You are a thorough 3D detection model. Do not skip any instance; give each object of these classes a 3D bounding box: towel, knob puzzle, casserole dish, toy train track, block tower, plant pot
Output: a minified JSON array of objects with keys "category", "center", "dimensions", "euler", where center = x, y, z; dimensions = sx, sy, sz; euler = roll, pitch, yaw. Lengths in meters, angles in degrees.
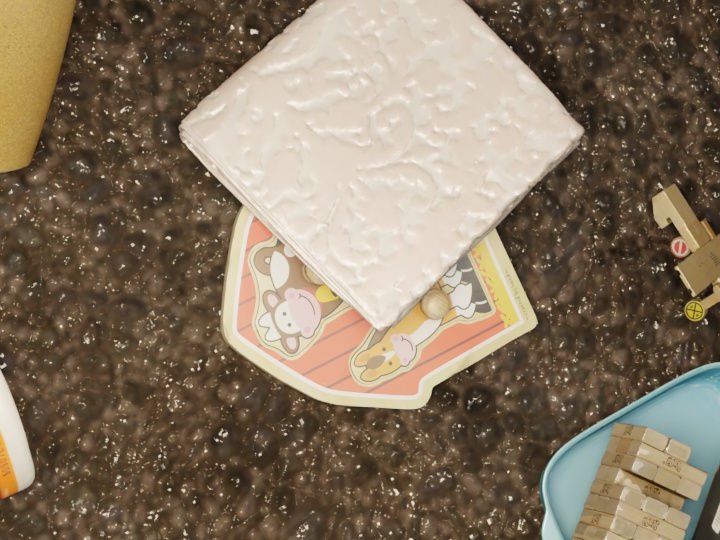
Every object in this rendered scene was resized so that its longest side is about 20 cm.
[{"category":"towel","center":[0.016,-0.089,1.310],"dimensions":[0.200,0.032,0.191],"euler":[-43,83,-14]},{"category":"knob puzzle","center":[0.000,0.000,1.326],"dimensions":[0.217,0.030,0.222],"euler":[1,88,-17]},{"category":"casserole dish","center":[0.204,0.144,1.377],"dimensions":[0.199,0.039,0.122],"euler":[-28,95,-17]},{"category":"toy train track","center":[0.251,0.036,1.376],"dimensions":[0.201,0.032,0.114],"euler":[58,33,4]},{"category":"block tower","center":[0.161,0.203,1.314],"dimensions":[0.054,0.058,0.202],"euler":[24,83,-14]},{"category":"plant pot","center":[-0.244,-0.161,1.196],"dimensions":[0.184,0.186,0.202],"euler":[-3,102,-17]}]

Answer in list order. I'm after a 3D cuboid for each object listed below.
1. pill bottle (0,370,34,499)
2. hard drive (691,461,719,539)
[{"category":"pill bottle","center":[-0.302,0.111,1.187],"dimensions":[0.198,0.114,0.115],"euler":[-23,94,-17]},{"category":"hard drive","center":[0.314,0.183,1.367],"dimensions":[0.198,0.038,0.141],"euler":[4,114,-24]}]
